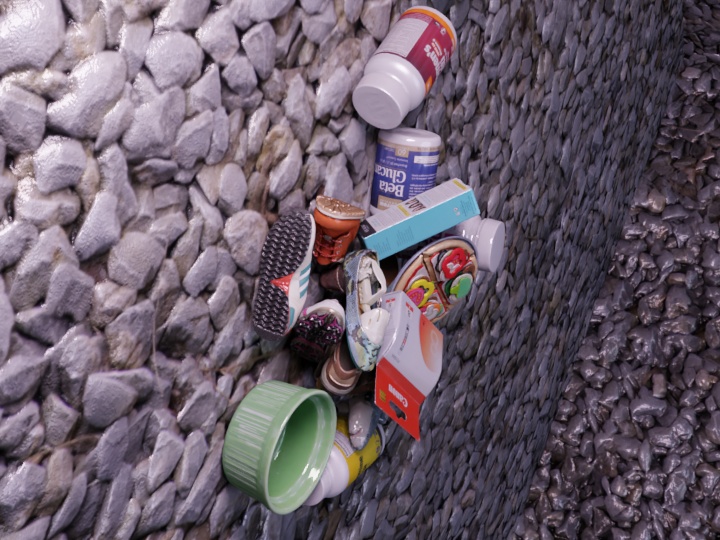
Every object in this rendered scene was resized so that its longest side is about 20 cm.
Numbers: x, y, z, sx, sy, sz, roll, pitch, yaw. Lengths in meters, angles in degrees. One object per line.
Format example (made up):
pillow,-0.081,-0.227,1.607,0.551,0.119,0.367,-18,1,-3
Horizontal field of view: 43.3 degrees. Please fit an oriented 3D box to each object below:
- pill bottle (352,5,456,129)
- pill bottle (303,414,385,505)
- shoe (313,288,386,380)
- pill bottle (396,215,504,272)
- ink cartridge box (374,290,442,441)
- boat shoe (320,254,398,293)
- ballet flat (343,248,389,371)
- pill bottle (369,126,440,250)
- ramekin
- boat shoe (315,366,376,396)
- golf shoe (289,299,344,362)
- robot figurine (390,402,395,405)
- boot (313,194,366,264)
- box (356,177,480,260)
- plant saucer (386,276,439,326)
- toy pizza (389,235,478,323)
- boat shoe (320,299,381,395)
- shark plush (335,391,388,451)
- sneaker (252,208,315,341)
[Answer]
pill bottle,0.072,-0.331,1.486,0.201,0.109,0.110,-58,150,-29
pill bottle,-0.048,0.330,1.610,0.200,0.111,0.114,-30,130,-54
shoe,-0.016,0.117,1.577,0.053,0.070,0.201,22,104,-32
pill bottle,0.163,-0.062,1.700,0.113,0.198,0.115,12,90,-68
ink cartridge box,0.083,0.158,1.511,0.162,0.050,0.202,46,36,-45
boat shoe,0.000,0.000,1.576,0.199,0.070,0.071,-8,88,-62
ballet flat,0.012,0.055,1.414,0.074,0.073,0.202,43,36,-61
pill bottle,0.075,-0.143,1.592,0.111,0.110,0.202,-23,124,-57
ramekin,-0.130,0.272,1.435,0.200,0.097,0.202,-39,137,-49
boat shoe,0.009,0.173,1.550,0.199,0.068,0.073,-2,68,-41
golf shoe,-0.062,0.076,1.435,0.093,0.072,0.200,-66,-174,-23
robot figurine,0.091,0.166,1.791,0.170,0.112,0.202,-79,179,-78
boot,-0.041,-0.058,1.421,0.200,0.074,0.108,10,103,-82
box,0.093,-0.085,1.513,0.198,0.082,0.050,-25,113,-4
plant saucer,0.093,0.060,1.652,0.199,0.036,0.201,-31,140,-30
toy pizza,0.134,0.029,1.591,0.199,0.032,0.202,-25,138,-24
boat shoe,-0.002,0.108,1.471,0.072,0.075,0.201,121,-9,-51
shark plush,0.021,0.251,1.640,0.084,0.090,0.200,64,21,-1
sneaker,-0.111,0.006,1.379,0.093,0.070,0.202,4,99,-81
